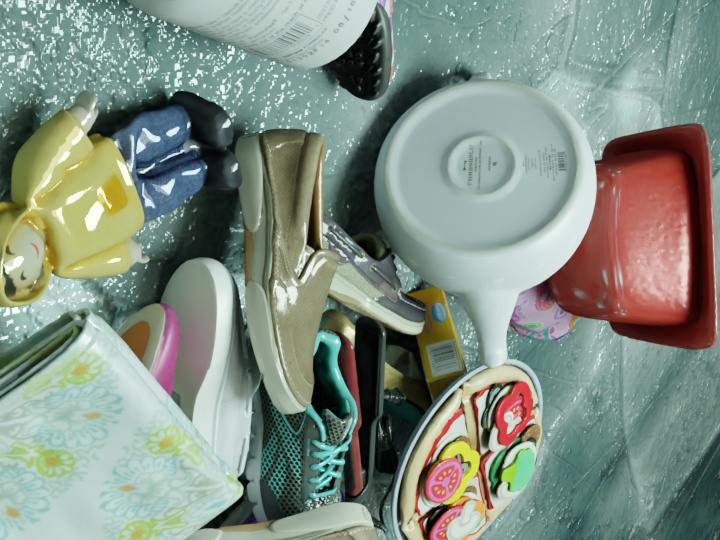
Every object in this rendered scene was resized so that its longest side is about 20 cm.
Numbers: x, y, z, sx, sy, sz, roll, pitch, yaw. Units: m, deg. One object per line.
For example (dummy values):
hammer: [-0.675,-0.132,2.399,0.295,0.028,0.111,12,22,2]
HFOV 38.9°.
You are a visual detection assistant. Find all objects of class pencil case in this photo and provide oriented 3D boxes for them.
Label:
pencil case: [0.152,0.015,1.031,0.200,0.087,0.088,30,83,-54]

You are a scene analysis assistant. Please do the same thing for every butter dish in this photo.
butter dish: [0.224,-0.027,0.945,0.147,0.199,0.201,-4,92,-13]

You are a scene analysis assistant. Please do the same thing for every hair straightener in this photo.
hair straightener: [0.016,0.130,0.853,0.077,0.041,0.201,-23,115,-35]

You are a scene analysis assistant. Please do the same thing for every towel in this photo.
towel: [-0.188,0.133,0.635,0.171,0.048,0.200,-32,130,-3]

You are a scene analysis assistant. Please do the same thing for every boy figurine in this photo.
boy figurine: [-0.166,-0.046,0.628,0.200,0.064,0.125,-37,135,-39]

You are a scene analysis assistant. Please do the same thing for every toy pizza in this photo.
toy pizza: [0.106,0.175,0.915,0.200,0.032,0.201,-23,126,-37]

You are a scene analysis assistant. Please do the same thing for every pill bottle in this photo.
pill bottle: [-0.087,-0.199,0.610,0.200,0.114,0.115,8,100,-52]

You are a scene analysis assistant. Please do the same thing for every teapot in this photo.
teapot: [0.108,-0.059,0.880,0.200,0.197,0.146,-44,156,-9]

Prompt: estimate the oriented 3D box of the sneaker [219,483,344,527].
sneaker: [-0.082,0.239,0.828,0.200,0.083,0.081,-54,139,-33]

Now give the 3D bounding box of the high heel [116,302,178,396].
high heel: [-0.145,0.117,0.718,0.096,0.067,0.200,11,103,-42]

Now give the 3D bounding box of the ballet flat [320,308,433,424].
ballet flat: [0.020,0.088,0.917,0.200,0.069,0.063,35,72,-53]

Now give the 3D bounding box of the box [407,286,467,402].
box: [0.092,0.126,0.987,0.041,0.119,0.200,-17,131,5]

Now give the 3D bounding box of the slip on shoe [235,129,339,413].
slip on shoe: [-0.045,-0.001,0.724,0.076,0.060,0.201,41,42,-79]

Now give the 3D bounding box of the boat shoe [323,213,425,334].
boat shoe: [0.000,0.000,0.849,0.200,0.072,0.065,28,89,-47]

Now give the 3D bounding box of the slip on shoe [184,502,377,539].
slip on shoe: [-0.084,0.224,0.740,0.199,0.061,0.076,-11,146,-7]

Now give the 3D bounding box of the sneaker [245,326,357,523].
sneaker: [-0.040,0.132,0.790,0.077,0.091,0.201,-12,90,-43]

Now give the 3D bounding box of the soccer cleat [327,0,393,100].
soccer cleat: [0.004,-0.225,0.753,0.073,0.068,0.200,-40,132,-38]

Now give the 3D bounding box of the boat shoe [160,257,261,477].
boat shoe: [-0.105,0.080,0.751,0.068,0.072,0.201,-16,118,-42]
